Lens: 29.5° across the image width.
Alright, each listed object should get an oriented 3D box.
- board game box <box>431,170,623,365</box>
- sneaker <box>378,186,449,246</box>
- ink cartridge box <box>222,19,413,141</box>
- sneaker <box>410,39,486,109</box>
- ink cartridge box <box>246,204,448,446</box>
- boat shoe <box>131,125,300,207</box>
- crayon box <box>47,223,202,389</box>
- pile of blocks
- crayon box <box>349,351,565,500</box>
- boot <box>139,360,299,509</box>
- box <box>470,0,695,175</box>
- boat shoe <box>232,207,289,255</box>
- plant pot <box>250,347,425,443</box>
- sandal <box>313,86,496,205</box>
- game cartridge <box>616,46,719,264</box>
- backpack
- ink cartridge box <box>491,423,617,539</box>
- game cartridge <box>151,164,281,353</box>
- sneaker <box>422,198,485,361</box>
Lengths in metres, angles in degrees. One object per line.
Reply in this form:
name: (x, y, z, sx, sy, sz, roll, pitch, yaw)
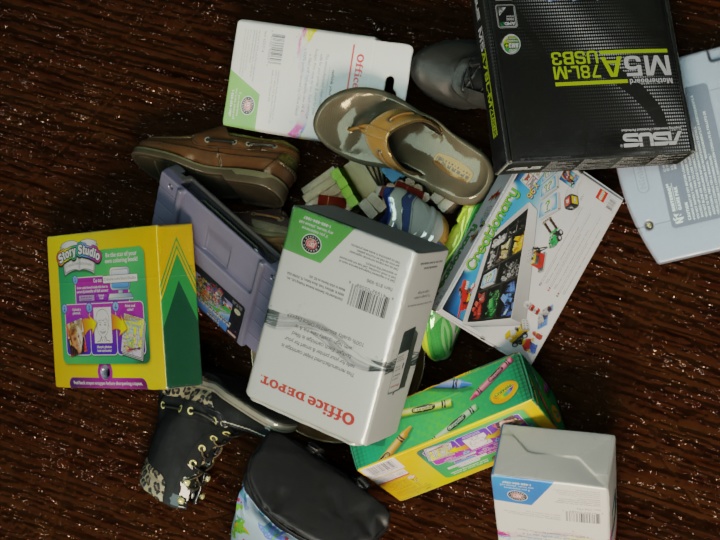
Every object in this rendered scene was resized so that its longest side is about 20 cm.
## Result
board game box: (0.168, -0.019, 1.390, 0.126, 0.035, 0.201, 31, 88, -21)
sneaker: (0.000, 0.000, 1.426, 0.088, 0.075, 0.200, 39, 94, -15)
ink cartridge box: (-0.039, -0.198, 1.474, 0.198, 0.067, 0.118, 11, 94, 14)
sneaker: (0.148, -0.192, 1.396, 0.198, 0.091, 0.077, 12, 96, 2)
ink cartridge box: (-0.015, 0.052, 1.349, 0.146, 0.083, 0.202, 22, 103, 25)
boat shoe: (-0.157, -0.122, 1.515, 0.198, 0.072, 0.068, 15, 67, 21)
crayon box: (-0.262, 0.041, 1.505, 0.199, 0.058, 0.174, -3, 90, 42)
pile of blocks: (0.026, -0.092, 1.462, 0.198, 0.062, 0.083, -8, 89, 15)
crayon box: (0.100, 0.164, 1.412, 0.199, 0.119, 0.059, -24, 58, 14)
boot: (-0.159, 0.192, 1.496, 0.203, 0.073, 0.155, 21, 100, 38)
box: (0.216, -0.196, 1.338, 0.198, 0.048, 0.195, -3, 76, -13)
boat shoe: (-0.100, -0.032, 1.492, 0.199, 0.072, 0.073, 9, 119, 39)
plant pot: (-0.023, 0.087, 1.498, 0.198, 0.027, 0.202, 0, 90, 15)
sandal: (0.046, -0.128, 1.395, 0.199, 0.054, 0.081, 27, 97, 5)
game cartridge: (0.328, -0.114, 1.394, 0.132, 0.041, 0.202, -13, 88, 19)
backpack: (-0.067, 0.292, 1.437, 0.162, 0.201, 0.154, 33, 62, 14)
ink cartridge box: (0.200, 0.248, 1.387, 0.115, 0.068, 0.201, 5, 137, 15)
game cartridge: (-0.153, -0.006, 1.480, 0.200, 0.038, 0.130, 40, 132, 22)
sneaker: (0.120, 0.007, 1.432, 0.083, 0.074, 0.202, 25, 97, 17)
